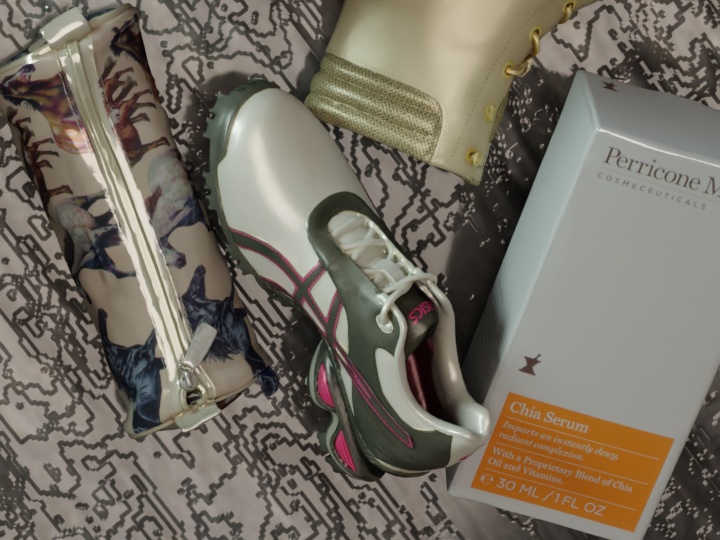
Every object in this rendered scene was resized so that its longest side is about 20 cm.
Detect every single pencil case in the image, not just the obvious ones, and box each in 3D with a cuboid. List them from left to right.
[{"bbox_3d":[-0.106,-0.023,1.202,0.078,0.089,0.201,-23,98,-18],"label":"pencil case"}]

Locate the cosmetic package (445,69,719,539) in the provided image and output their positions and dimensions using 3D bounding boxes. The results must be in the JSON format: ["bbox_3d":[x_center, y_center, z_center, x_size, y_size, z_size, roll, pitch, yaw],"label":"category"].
[{"bbox_3d":[0.116,0.020,1.214,0.101,0.071,0.201,15,115,-9],"label":"cosmetic package"}]

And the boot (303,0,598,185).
[{"bbox_3d":[0.083,-0.113,1.226,0.199,0.073,0.156,15,93,-6],"label":"boot"}]

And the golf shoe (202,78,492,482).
[{"bbox_3d":[0.000,0.000,1.192,0.077,0.088,0.201,-35,105,-36],"label":"golf shoe"}]
